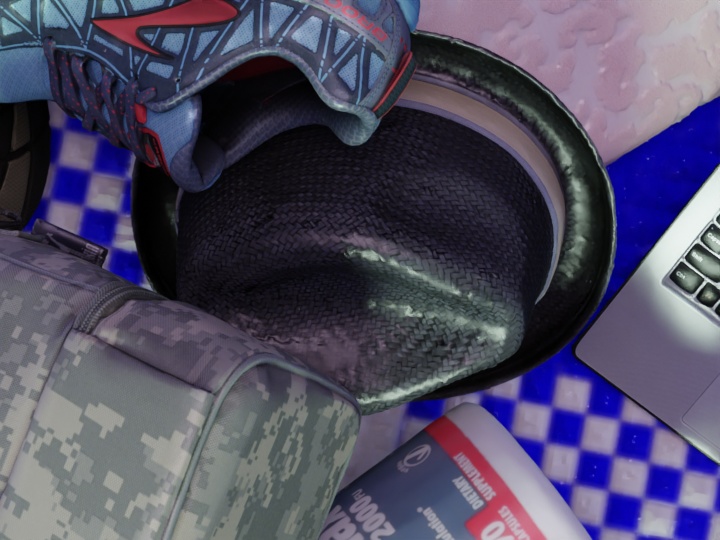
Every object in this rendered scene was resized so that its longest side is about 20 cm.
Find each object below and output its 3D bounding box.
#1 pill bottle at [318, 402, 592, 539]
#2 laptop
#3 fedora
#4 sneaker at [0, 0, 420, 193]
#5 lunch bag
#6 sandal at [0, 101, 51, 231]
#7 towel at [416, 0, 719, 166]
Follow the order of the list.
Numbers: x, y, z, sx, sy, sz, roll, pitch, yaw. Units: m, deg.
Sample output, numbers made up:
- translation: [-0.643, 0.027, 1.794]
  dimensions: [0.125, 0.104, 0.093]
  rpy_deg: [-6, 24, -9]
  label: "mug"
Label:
- translation: [-0.001, 0.156, 0.803]
  dimensions: [0.200, 0.120, 0.120]
  rpy_deg: [-36, 87, -6]
  label: "pill bottle"
- translation: [0.201, 0.038, 0.783]
  dimensions: [0.187, 0.116, 0.200]
  rpy_deg: [37, 118, 2]
  label: "laptop"
- translation: [0.000, 0.000, 0.790]
  dimensions: [0.200, 0.092, 0.201]
  rpy_deg: [5, 124, 7]
  label: "fedora"
- translation: [-0.077, -0.077, 0.741]
  dimensions: [0.199, 0.079, 0.096]
  rpy_deg: [-6, 64, 20]
  label: "sneaker"
- translation: [-0.116, 0.089, 0.716]
  dimensions: [0.167, 0.139, 0.201]
  rpy_deg: [22, 87, 21]
  label: "lunch bag"
- translation: [-0.182, -0.103, 0.850]
  dimensions: [0.057, 0.080, 0.202]
  rpy_deg: [-22, 77, 12]
  label: "sandal"
- translation: [0.074, -0.119, 0.830]
  dimensions: [0.200, 0.032, 0.191]
  rpy_deg: [-32, 123, -6]
  label: "towel"
